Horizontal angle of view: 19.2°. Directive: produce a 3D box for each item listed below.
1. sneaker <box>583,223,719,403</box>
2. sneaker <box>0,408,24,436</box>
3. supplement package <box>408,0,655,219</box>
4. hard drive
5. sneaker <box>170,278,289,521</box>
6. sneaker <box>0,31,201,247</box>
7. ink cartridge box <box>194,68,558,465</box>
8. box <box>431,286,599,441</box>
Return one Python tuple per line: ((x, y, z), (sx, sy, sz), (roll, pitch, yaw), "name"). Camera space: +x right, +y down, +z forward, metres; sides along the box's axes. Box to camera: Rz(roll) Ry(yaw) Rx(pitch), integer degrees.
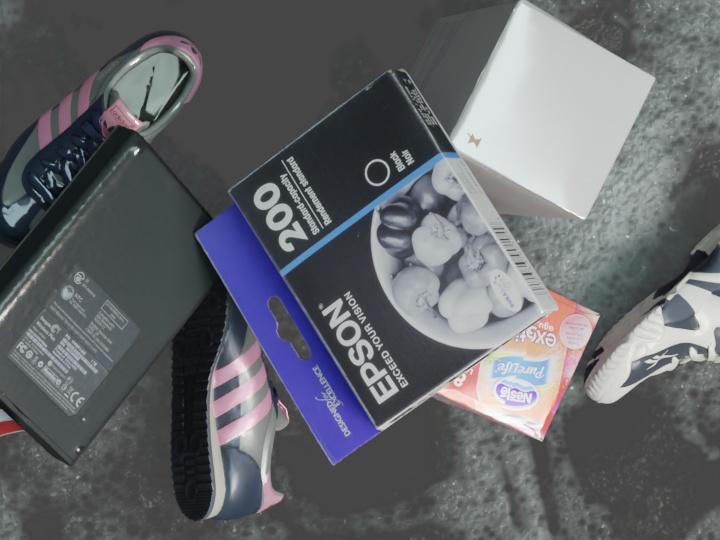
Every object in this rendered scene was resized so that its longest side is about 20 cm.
((0.277, 0.060, 1.658), (0.130, 0.079, 0.199), (47, 72, -3), "sneaker")
((-0.210, 0.044, 1.540), (0.200, 0.071, 0.113), (-32, 97, -4), "sneaker")
((0.107, -0.114, 1.544), (0.117, 0.200, 0.117), (28, 87, -14), "supplement package")
((-0.184, 0.018, 1.483), (0.200, 0.033, 0.140), (-52, 131, -16), "hard drive")
((-0.092, 0.085, 1.585), (0.082, 0.070, 0.200), (4, 91, -37), "sneaker")
((-0.192, -0.097, 1.524), (0.070, 0.082, 0.200), (43, 83, -13), "sneaker")
((0.000, 0.000, 1.437), (0.200, 0.043, 0.198), (-37, 77, 20), "ink cartridge box")
((0.080, 0.049, 1.546), (0.095, 0.200, 0.103), (25, 88, -16), "box")
